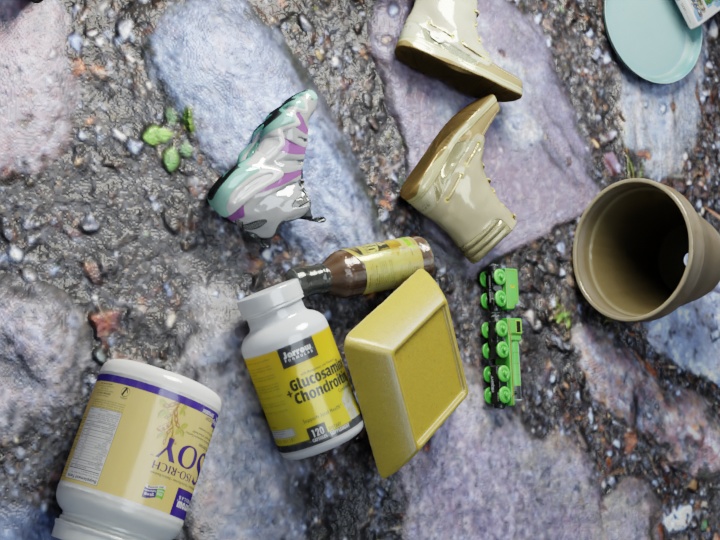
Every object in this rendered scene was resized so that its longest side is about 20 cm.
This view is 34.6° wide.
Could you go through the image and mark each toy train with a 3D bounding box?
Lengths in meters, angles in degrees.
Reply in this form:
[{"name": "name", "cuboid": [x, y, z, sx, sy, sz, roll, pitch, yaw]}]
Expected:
[{"name": "toy train", "cuboid": [0.198, 0.092, 1.600, 0.056, 0.042, 0.202, 4, 81, -38]}]

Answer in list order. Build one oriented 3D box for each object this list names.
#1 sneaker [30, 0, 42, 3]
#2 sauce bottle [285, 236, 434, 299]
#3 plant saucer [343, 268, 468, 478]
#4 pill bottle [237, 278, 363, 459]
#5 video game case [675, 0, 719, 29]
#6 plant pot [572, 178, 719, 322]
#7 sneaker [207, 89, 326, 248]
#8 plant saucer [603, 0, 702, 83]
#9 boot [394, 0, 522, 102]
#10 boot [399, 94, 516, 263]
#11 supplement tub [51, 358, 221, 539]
[{"name": "sneaker", "cuboid": [-0.389, -0.411, 1.344, 0.115, 0.076, 0.202, 21, 63, -19]}, {"name": "sauce bottle", "cuboid": [0.000, 0.000, 1.491, 0.198, 0.065, 0.065, -11, 88, -30]}, {"name": "plant saucer", "cuboid": [0.071, 0.128, 1.455, 0.200, 0.048, 0.202, -41, 123, -47]}, {"name": "pill bottle", "cuboid": [-0.078, 0.118, 1.406, 0.111, 0.112, 0.202, -23, 94, -28]}, {"name": "video game case", "cuboid": [0.540, -0.503, 1.855, 0.200, 0.022, 0.183, -36, 100, -38]}, {"name": "plant pot", "cuboid": [0.436, -0.021, 1.673, 0.172, 0.199, 0.202, 7, 79, -43]}, {"name": "sneaker", "cuboid": [-0.087, -0.118, 1.461, 0.140, 0.078, 0.201, 42, 76, -18]}, {"name": "plant saucer", "cuboid": [0.453, -0.388, 1.809, 0.198, 0.027, 0.202, 5, 80, -27]}, {"name": "boot", "cuboid": [0.154, -0.334, 1.616, 0.198, 0.072, 0.156, 21, 72, -19]}, {"name": "boot", "cuboid": [0.163, -0.127, 1.591, 0.155, 0.073, 0.201, 43, 68, -16]}, {"name": "supplement tub", "cuboid": [-0.250, 0.214, 1.282, 0.144, 0.145, 0.202, 24, 72, -23]}]
